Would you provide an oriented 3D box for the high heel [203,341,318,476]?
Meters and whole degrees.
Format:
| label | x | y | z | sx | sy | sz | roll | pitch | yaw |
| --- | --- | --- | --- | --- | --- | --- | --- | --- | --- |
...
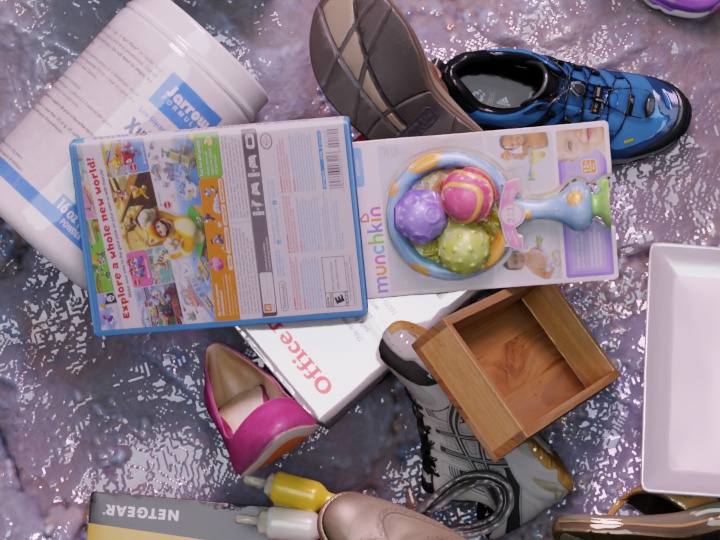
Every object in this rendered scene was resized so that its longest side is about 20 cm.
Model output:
| label | x | y | z | sx | sy | sz | roll | pitch | yaw |
| --- | --- | --- | --- | --- | --- | --- | --- | --- | --- |
| high heel | -0.081 | 0.090 | 1.593 | 0.067 | 0.200 | 0.096 | -31 | 89 | -2 |

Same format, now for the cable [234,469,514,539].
| label | x | y | z | sx | sy | sz | roll | pitch | yaw |
| --- | --- | --- | --- | --- | --- | --- | --- | --- | --- |
| cable | 0.011 | 0.190 | 1.587 | 0.198 | 0.050 | 0.098 | -4 | 85 | 13 |

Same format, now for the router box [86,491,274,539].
| label | x | y | z | sx | sy | sz | roll | pitch | yaw |
| --- | --- | --- | --- | --- | --- | --- | --- | --- | --- |
| router box | -0.107 | 0.250 | 1.648 | 0.198 | 0.052 | 0.159 | 4 | 83 | 3 |

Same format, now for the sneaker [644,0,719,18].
| label | x | y | z | sx | sy | sz | roll | pitch | yaw |
| --- | --- | --- | --- | --- | --- | --- | --- | --- | --- |
| sneaker | 0.212 | -0.281 | 1.682 | 0.080 | 0.088 | 0.201 | -35 | 84 | -3 |

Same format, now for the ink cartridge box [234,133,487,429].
| label | x | y | z | sx | sy | sz | roll | pitch | yaw |
| --- | --- | --- | --- | --- | --- | --- | --- | --- | --- |
| ink cartridge box | 0.000 | 0.000 | 1.657 | 0.200 | 0.084 | 0.145 | -41 | 83 | -4 |

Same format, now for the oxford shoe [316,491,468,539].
| label | x | y | z | sx | sy | sz | roll | pitch | yaw |
| --- | --- | --- | --- | --- | --- | --- | --- | --- | --- |
| oxford shoe | 0.060 | 0.205 | 1.525 | 0.199 | 0.075 | 0.071 | 29 | 67 | 9 |

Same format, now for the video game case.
| label | x | y | z | sx | sy | sz | roll | pitch | yaw |
| --- | --- | --- | --- | --- | --- | --- | --- | --- | --- |
| video game case | -0.099 | -0.030 | 1.578 | 0.198 | 0.018 | 0.144 | -4 | 106 | 5 |

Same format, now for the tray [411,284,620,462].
| label | x | y | z | sx | sy | sz | roll | pitch | yaw |
| --- | --- | --- | --- | --- | --- | --- | --- | --- | --- |
| tray | 0.114 | 0.065 | 1.592 | 0.037 | 0.200 | 0.099 | -39 | 82 | 25 |

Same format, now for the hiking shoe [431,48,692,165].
| label | x | y | z | sx | sy | sz | roll | pitch | yaw |
| --- | --- | --- | --- | --- | --- | --- | --- | --- | --- |
| hiking shoe | 0.150 | -0.123 | 1.665 | 0.198 | 0.087 | 0.075 | 4 | 83 | 3 |

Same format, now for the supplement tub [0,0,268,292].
| label | x | y | z | sx | sy | sz | roll | pitch | yaw |
| --- | --- | --- | --- | --- | --- | --- | --- | --- | --- |
| supplement tub | -0.179 | -0.096 | 1.655 | 0.132 | 0.132 | 0.200 | 41 | 87 | 6 |

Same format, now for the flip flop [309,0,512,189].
| label | x | y | z | sx | sy | sz | roll | pitch | yaw |
| --- | --- | --- | --- | --- | --- | --- | --- | --- | --- |
| flip flop | 0.037 | -0.121 | 1.606 | 0.081 | 0.058 | 0.200 | -40 | 99 | 15 |

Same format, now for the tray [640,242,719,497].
| label | x | y | z | sx | sy | sz | roll | pitch | yaw |
| --- | --- | --- | --- | --- | --- | --- | --- | --- | --- |
| tray | 0.262 | 0.076 | 1.644 | 0.106 | 0.022 | 0.201 | 4 | 65 | 4 |

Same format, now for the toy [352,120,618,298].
| label | x | y | z | sx | sy | sz | roll | pitch | yaw |
| --- | --- | --- | --- | --- | --- | --- | --- | --- | --- |
| toy | 0.081 | -0.038 | 1.572 | 0.198 | 0.047 | 0.116 | -5 | 104 | 1 |

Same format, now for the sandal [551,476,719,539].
| label | x | y | z | sx | sy | sz | roll | pitch | yaw |
| --- | --- | --- | --- | --- | --- | --- | --- | --- | --- |
| sandal | 0.237 | 0.177 | 1.634 | 0.198 | 0.080 | 0.054 | -7 | 66 | -1 |

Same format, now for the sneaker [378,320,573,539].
| label | x | y | z | sx | sy | sz | roll | pitch | yaw |
| --- | --- | --- | --- | --- | --- | --- | --- | --- | --- |
| sneaker | 0.068 | 0.122 | 1.611 | 0.088 | 0.076 | 0.200 | -40 | 116 | 8 |
